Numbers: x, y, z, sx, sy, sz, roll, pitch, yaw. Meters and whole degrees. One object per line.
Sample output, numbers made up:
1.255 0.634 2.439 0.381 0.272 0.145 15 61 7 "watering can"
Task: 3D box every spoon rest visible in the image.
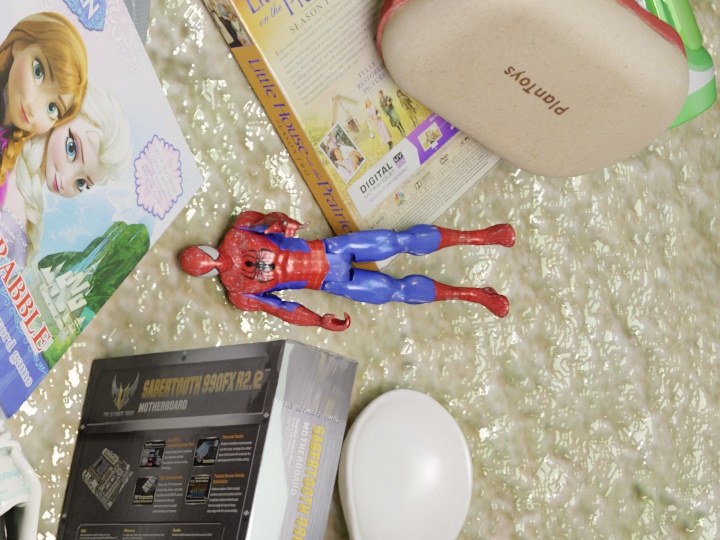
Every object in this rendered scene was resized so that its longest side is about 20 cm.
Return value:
0.008 0.162 1.670 0.099 0.060 0.201 39 65 -30 "spoon rest"

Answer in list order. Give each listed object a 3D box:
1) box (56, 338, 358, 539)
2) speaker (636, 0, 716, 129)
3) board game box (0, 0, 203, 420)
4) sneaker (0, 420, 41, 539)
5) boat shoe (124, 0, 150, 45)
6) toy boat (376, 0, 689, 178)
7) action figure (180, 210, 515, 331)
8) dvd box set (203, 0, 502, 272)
-0.088 0.122 1.507 0.048 0.200 0.159 20 74 -32 "box"
0.155 -0.186 1.793 0.088 0.088 0.201 -31 106 -35 "speaker"
-0.177 -0.064 1.460 0.200 0.041 0.201 -54 134 -39 "board game box"
-0.202 0.092 1.496 0.070 0.080 0.201 -21 99 -36 "sneaker"
-0.156 -0.173 1.556 0.072 0.062 0.201 -12 112 -46 "boat shoe"
0.103 -0.148 1.707 0.200 0.130 0.131 32 38 -34 "toy boat"
0.000 0.000 1.632 0.199 0.099 0.066 1 98 -19 "action figure"
0.003 -0.121 1.702 0.146 0.029 0.201 -44 114 -32 "dvd box set"
